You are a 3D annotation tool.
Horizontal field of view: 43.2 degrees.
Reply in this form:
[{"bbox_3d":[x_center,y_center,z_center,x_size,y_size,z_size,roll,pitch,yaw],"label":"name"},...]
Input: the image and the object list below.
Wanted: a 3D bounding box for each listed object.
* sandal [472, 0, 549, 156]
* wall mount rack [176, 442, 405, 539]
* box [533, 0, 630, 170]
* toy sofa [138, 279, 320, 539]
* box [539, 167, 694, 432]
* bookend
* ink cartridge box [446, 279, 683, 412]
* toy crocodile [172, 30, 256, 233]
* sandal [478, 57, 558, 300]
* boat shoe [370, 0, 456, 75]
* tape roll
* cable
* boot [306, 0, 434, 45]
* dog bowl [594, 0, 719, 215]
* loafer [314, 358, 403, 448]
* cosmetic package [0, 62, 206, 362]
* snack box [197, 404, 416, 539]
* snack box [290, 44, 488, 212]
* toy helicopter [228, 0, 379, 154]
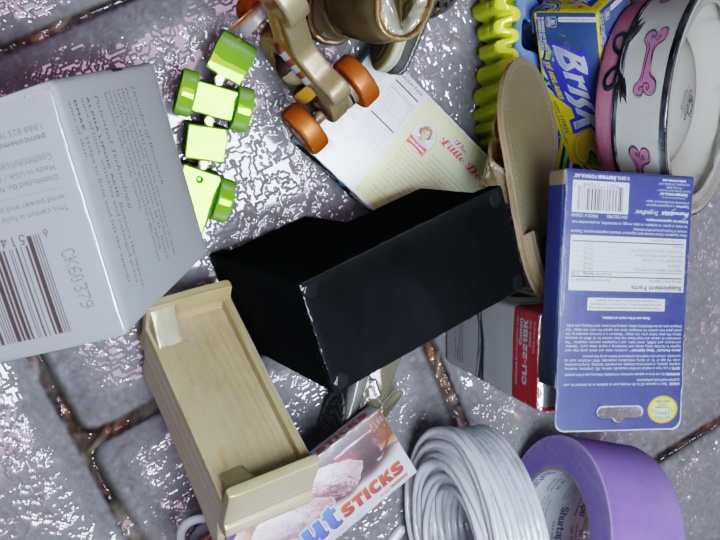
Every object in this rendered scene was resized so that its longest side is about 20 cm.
[{"bbox_3d":[0.154,-0.196,0.858,0.085,0.079,0.204,-4,102,-21],"label":"sandal"},{"bbox_3d":[-0.064,0.258,0.833,0.173,0.075,0.200,-33,110,24],"label":"wall mount rack"},{"bbox_3d":[0.216,-0.157,0.848,0.070,0.064,0.203,-42,130,-37],"label":"box"},{"bbox_3d":[-0.115,0.117,0.767,0.082,0.201,0.098,-16,146,-26],"label":"toy sofa"},{"bbox_3d":[0.204,0.024,0.725,0.119,0.032,0.204,2,91,-17],"label":"box"},{"bbox_3d":[0.000,0.000,0.793,0.197,0.199,0.094,-26,109,-25],"label":"bookend"},{"bbox_3d":[0.180,0.061,0.843,0.142,0.200,0.086,-2,96,-17],"label":"ink cartridge box"},{"bbox_3d":[-0.137,-0.107,0.790,0.066,0.062,0.204,12,99,-18],"label":"toy crocodile"},{"bbox_3d":[0.132,-0.074,0.797,0.077,0.069,0.216,1,75,-41],"label":"sandal"},{"bbox_3d":[0.064,-0.261,0.806,0.065,0.071,0.204,22,75,-25],"label":"boat shoe"},{"bbox_3d":[0.220,0.268,0.889,0.083,0.200,0.204,12,95,-18],"label":"tape roll"},{"bbox_3d":[0.107,0.245,0.849,0.068,0.200,0.203,-5,120,-22],"label":"cable"},{"bbox_3d":[0.011,-0.268,0.731,0.065,0.200,0.179,1,99,-18],"label":"boot"},{"bbox_3d":[0.277,-0.154,0.815,0.199,0.073,0.204,-18,113,-50],"label":"dog bowl"},{"bbox_3d":[0.009,0.123,0.862,0.068,0.075,0.204,14,97,-18],"label":"loafer"},{"bbox_3d":[-0.232,-0.047,0.667,0.162,0.200,0.168,-12,105,8],"label":"cosmetic package"},{"bbox_3d":[-0.046,0.206,0.788,0.199,0.024,0.073,-36,106,-16],"label":"snack box"},{"bbox_3d":[0.045,-0.099,0.857,0.200,0.037,0.117,42,85,-19],"label":"snack box"},{"bbox_3d":[-0.058,-0.187,0.719,0.079,0.200,0.132,-42,79,-6],"label":"toy helicopter"}]
